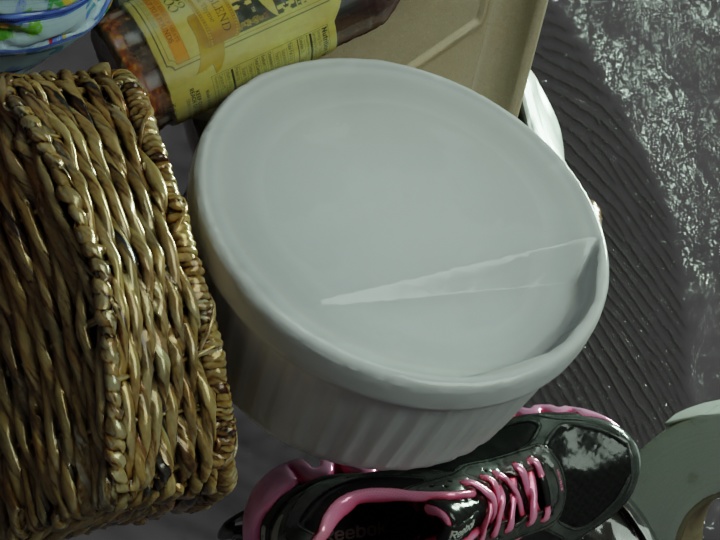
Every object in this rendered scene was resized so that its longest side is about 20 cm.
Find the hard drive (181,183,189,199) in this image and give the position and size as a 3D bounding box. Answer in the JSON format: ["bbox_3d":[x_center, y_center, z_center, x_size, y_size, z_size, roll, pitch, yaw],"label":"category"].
[{"bbox_3d":[0.000,0.000,1.020,0.200,0.033,0.140,33,51,-8],"label":"hard drive"}]

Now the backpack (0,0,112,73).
[{"bbox_3d":[-0.195,-0.184,0.909,0.163,0.153,0.201,-22,101,-43],"label":"backpack"}]

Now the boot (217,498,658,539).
[{"bbox_3d":[0.045,0.154,1.011,0.200,0.069,0.174,39,54,9],"label":"boot"}]

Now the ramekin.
[{"bbox_3d":[0.008,0.003,0.918,0.202,0.094,0.203,11,46,-12],"label":"ramekin"}]

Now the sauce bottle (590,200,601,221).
[{"bbox_3d":[0.047,-0.060,1.115,0.200,0.066,0.066,31,49,-24],"label":"sauce bottle"}]

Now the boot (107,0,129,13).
[{"bbox_3d":[-0.075,-0.212,1.008,0.153,0.073,0.204,-14,116,-20],"label":"boot"}]

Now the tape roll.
[{"bbox_3d":[0.242,0.174,1.169,0.037,0.202,0.203,-23,89,-52],"label":"tape roll"}]

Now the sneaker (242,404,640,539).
[{"bbox_3d":[0.048,0.115,0.929,0.199,0.095,0.079,-13,92,-14],"label":"sneaker"}]

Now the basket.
[{"bbox_3d":[-0.111,0.012,0.887,0.149,0.143,0.201,-5,75,-50],"label":"basket"}]

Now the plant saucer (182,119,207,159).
[{"bbox_3d":[-0.035,-0.080,1.117,0.200,0.032,0.201,27,51,-39],"label":"plant saucer"}]

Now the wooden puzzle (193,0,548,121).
[{"bbox_3d":[0.003,-0.158,1.012,0.199,0.037,0.186,9,103,-23],"label":"wooden puzzle"}]

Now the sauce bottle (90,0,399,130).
[{"bbox_3d":[-0.030,-0.134,0.951,0.200,0.066,0.066,-28,94,-13],"label":"sauce bottle"}]

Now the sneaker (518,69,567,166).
[{"bbox_3d":[0.111,-0.044,1.236,0.085,0.073,0.201,-1,80,-68],"label":"sneaker"}]
